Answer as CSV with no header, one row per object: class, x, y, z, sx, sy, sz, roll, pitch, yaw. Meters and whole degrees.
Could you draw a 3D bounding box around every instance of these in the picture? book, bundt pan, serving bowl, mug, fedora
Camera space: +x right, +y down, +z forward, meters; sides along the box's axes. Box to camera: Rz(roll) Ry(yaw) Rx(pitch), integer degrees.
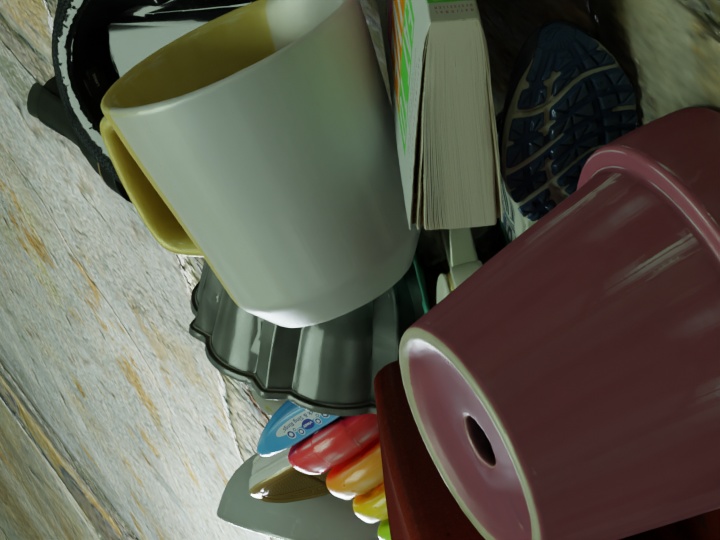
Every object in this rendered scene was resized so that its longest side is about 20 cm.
book,0.037,-0.136,1.512,0.200,0.048,0.134,-99,6,-49
bundt pan,0.000,0.000,1.722,0.202,0.202,0.076,46,140,45
serving bowl,0.005,0.154,1.996,0.200,0.200,0.066,-166,87,-69
mug,-0.045,-0.059,1.596,0.153,0.149,0.187,64,172,-18
fedora,-0.075,-0.126,1.698,0.200,0.092,0.201,8,112,21

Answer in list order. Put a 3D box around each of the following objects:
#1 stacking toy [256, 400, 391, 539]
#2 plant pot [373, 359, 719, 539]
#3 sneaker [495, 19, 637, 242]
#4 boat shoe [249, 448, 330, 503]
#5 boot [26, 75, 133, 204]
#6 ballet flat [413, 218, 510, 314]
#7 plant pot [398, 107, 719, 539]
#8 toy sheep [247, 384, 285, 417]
stacking toy,0.042,0.137,1.772,0.116,0.110,0.200,-32,96,39
plant pot,0.104,0.133,1.623,0.200,0.199,0.176,84,162,-51
sneaker,0.093,-0.063,1.536,0.085,0.077,0.200,56,162,36
boat shoe,0.006,0.080,1.874,0.071,0.200,0.069,23,-141,-56
boot,-0.096,-0.096,1.842,0.138,0.200,0.078,34,116,51
ballet flat,0.058,0.009,1.588,0.200,0.067,0.070,-106,-5,-50
plant pot,0.126,0.045,1.417,0.200,0.179,0.200,55,162,27
toy sheep,-0.019,0.050,1.962,0.200,0.138,0.138,40,178,-34
